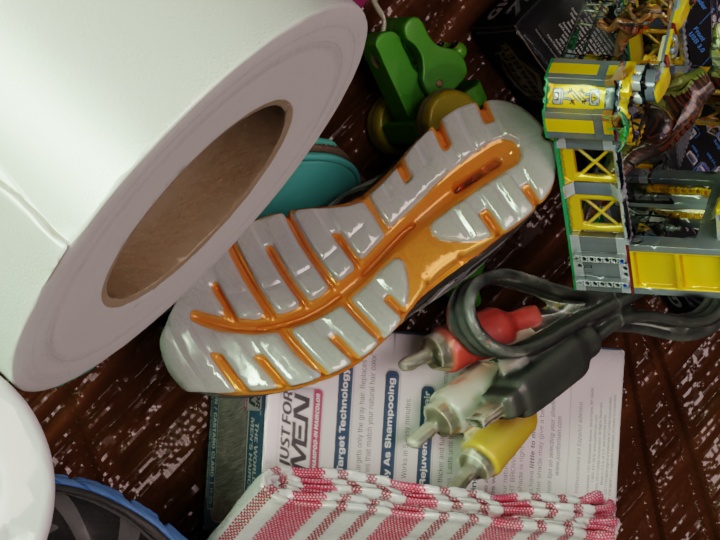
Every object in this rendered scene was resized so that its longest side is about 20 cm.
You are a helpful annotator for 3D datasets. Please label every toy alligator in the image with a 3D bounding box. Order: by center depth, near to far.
[{"bbox_3d":[0.037,-0.082,1.440,0.054,0.059,0.201,-25,104,-27],"label":"toy alligator"}]

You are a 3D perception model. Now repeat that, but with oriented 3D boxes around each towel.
[{"bbox_3d":[0.006,0.142,1.396,0.199,0.146,0.030,9,48,-30],"label":"towel"}]

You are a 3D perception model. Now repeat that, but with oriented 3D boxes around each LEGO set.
[{"bbox_3d":[0.163,-0.078,1.377,0.200,0.115,0.154,-60,149,-54],"label":"LEGO set"}]

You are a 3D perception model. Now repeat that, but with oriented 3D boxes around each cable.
[{"bbox_3d":[0.096,0.023,1.427,0.200,0.050,0.097,-32,112,-37],"label":"cable"}]

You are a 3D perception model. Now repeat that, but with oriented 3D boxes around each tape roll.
[{"bbox_3d":[-0.113,-0.071,1.185,0.139,0.203,0.203,42,68,10],"label":"tape roll"}]

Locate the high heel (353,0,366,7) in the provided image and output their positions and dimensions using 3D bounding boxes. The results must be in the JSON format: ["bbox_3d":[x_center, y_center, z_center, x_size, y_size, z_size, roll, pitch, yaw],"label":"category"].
[{"bbox_3d":[0.008,-0.160,1.376,0.200,0.067,0.096,-20,80,-56],"label":"high heel"}]

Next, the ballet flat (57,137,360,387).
[{"bbox_3d":[-0.094,-0.015,1.359,0.200,0.070,0.068,-31,126,-28],"label":"ballet flat"}]

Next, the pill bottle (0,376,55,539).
[{"bbox_3d":[-0.212,0.084,1.219,0.114,0.200,0.115,-1,92,-29],"label":"pill bottle"}]

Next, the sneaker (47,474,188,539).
[{"bbox_3d":[-0.100,0.159,1.316,0.199,0.071,0.083,32,40,8],"label":"sneaker"}]

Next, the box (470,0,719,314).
[{"bbox_3d":[0.183,-0.111,1.531,0.199,0.050,0.200,-47,112,-21],"label":"box"}]

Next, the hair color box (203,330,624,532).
[{"bbox_3d":[0.027,0.080,1.438,0.199,0.060,0.101,5,87,-30],"label":"hair color box"}]

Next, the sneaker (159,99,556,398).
[{"bbox_3d":[0.000,0.000,1.356,0.200,0.077,0.078,-29,82,-13],"label":"sneaker"}]
